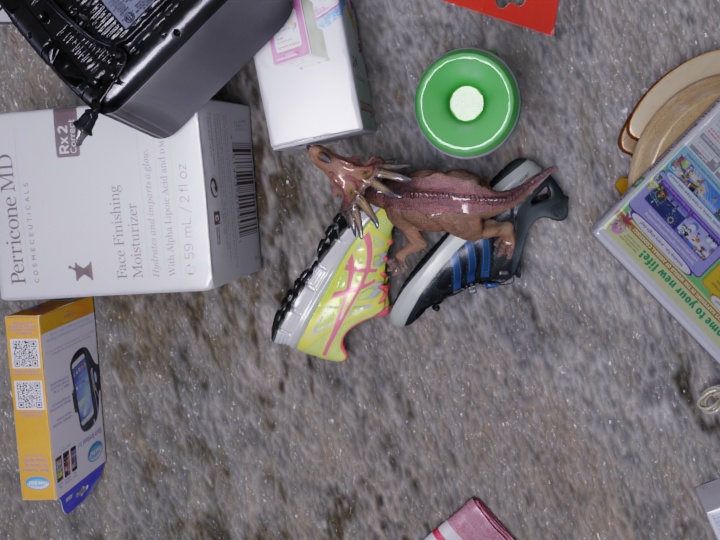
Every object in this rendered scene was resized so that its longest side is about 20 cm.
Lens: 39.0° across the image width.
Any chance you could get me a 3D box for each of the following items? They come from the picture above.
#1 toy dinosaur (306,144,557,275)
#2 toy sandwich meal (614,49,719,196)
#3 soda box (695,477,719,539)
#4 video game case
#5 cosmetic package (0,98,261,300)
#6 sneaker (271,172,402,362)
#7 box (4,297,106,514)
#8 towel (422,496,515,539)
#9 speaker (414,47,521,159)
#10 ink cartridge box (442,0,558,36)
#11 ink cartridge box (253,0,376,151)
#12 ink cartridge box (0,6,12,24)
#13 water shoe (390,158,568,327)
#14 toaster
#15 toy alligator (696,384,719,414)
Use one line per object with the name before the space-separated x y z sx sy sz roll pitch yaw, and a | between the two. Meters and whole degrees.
toy dinosaur | 0.060 -0.059 0.847 0.198 0.135 0.087 -4 72 21
toy sandwich meal | 0.316 -0.085 0.896 0.203 0.070 0.207 0 101 -2
soda box | 0.412 0.198 0.916 0.199 0.068 0.064 -25 94 12
video game case | 0.325 -0.030 0.860 0.200 0.022 0.182 43 96 -9
cosmetic package | -0.210 -0.067 0.933 0.198 0.165 0.166 -4 96 10
sneaker | 0.000 0.000 0.962 0.090 0.078 0.201 31 104 -11
box | -0.296 0.132 1.000 0.041 0.119 0.202 0 98 10
towel | 0.089 0.341 1.015 0.200 0.023 0.144 -43 89 13
speaker | 0.094 -0.139 0.854 0.088 0.200 0.089 1 99 9
ink cartridge box | 0.151 -0.309 0.845 0.050 0.161 0.202 19 102 46
ink cartridge box | -0.047 -0.211 0.895 0.084 0.145 0.202 -9 96 7
ink cartridge box | -0.254 -0.265 0.890 0.198 0.044 0.095 1 100 5
water shoe | 0.109 -0.009 0.936 0.079 0.072 0.200 41 103 -1
toaster | -0.174 -0.216 0.782 0.200 0.119 0.181 -43 75 6
toy alligator | 0.396 0.079 0.912 0.199 0.060 0.054 -36 131 12
